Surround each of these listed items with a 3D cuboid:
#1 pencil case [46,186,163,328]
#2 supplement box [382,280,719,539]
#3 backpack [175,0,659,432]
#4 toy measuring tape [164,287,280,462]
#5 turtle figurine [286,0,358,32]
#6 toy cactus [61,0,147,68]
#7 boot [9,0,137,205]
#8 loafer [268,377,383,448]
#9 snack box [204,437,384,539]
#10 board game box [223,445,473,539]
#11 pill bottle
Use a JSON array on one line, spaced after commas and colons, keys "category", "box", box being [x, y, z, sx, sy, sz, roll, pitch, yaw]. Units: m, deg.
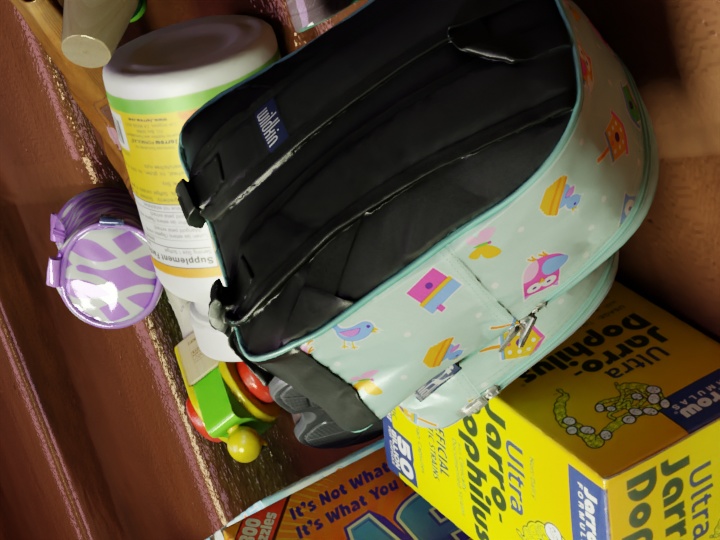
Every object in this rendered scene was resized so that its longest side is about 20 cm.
[{"category": "pencil case", "box": [-0.191, -0.012, 1.444, 0.200, 0.084, 0.085, -131, 38, -78]}, {"category": "supplement box", "box": [0.102, 0.078, 0.950, 0.200, 0.109, 0.110, 35, 142, 49]}, {"category": "backpack", "box": [0.037, -0.040, 0.874, 0.153, 0.200, 0.177, 32, -154, -39]}, {"category": "toy measuring tape", "box": [-0.103, 0.065, 1.443, 0.074, 0.073, 0.201, 94, 161, -47]}, {"category": "turtle figurine", "box": [-0.043, -0.229, 0.993, 0.201, 0.100, 0.149, 64, 157, -9]}, {"category": "toy cactus", "box": [-0.159, -0.203, 1.187, 0.200, 0.101, 0.166, 117, 165, -56]}, {"category": "boot", "box": [-0.163, -0.119, 1.316, 0.201, 0.068, 0.189, 59, 178, -39]}, {"category": "loafer", "box": [-0.019, 0.063, 1.211, 0.200, 0.071, 0.064, 62, -167, -71]}, {"category": "snack box", "box": [-0.038, 0.165, 1.315, 0.037, 0.115, 0.200, 62, 156, 7]}, {"category": "board game box", "box": [0.065, 0.225, 1.052, 0.200, 0.198, 0.201, 45, 149, 40]}, {"category": "pill bottle", "box": [-0.086, -0.049, 1.224, 0.111, 0.110, 0.202, 27, 136, 55]}]
